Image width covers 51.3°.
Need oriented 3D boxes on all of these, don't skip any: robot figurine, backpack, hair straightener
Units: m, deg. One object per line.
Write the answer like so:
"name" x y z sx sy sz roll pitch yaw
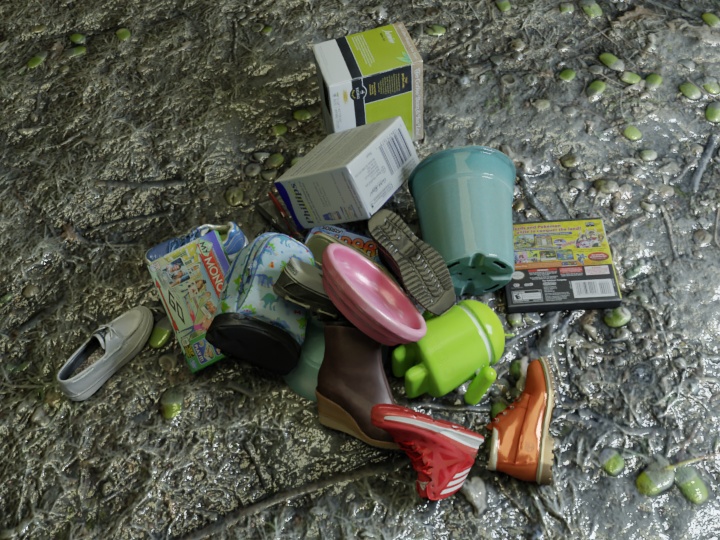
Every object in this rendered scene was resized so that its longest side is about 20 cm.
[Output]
"robot figurine" 0.147 0.124 1.207 0.197 0.117 0.177 -27 55 -14
"backpack" -0.150 0.038 1.224 0.161 0.154 0.203 29 37 -24
"hair straightener" -0.156 -0.068 1.403 0.076 0.041 0.201 -36 49 -2

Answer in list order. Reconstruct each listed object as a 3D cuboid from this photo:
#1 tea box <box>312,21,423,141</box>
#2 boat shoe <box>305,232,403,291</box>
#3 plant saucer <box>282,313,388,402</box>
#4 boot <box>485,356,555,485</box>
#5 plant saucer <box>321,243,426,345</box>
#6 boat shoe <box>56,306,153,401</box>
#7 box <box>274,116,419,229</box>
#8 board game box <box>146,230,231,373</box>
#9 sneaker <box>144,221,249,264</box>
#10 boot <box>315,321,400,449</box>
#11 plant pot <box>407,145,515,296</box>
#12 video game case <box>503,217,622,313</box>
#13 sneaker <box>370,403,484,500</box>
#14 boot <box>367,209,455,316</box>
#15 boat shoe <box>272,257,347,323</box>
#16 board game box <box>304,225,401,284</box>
"tea box" 0.019 -0.354 1.505 0.192 0.202 0.136 -15 54 -7
"boat shoe" 0.000 0.000 1.287 0.199 0.068 0.075 39 108 10
"plant saucer" -0.051 0.118 1.257 0.196 0.039 0.206 -4 65 9
"boot" 0.248 0.221 1.159 0.104 0.076 0.204 4 56 14
"plant saucer" 0.013 0.043 1.141 0.051 0.199 0.201 -48 58 14
"boat shoe" -0.440 0.129 1.290 0.071 0.069 0.200 34 65 26
"box" -0.023 -0.176 1.373 0.197 0.106 0.184 -4 33 44
"board game box" -0.265 0.053 1.280 0.132 0.029 0.204 -26 84 2
"sneaker" -0.309 -0.050 1.399 0.195 0.078 0.077 -13 56 -2
"boot" 0.022 0.176 1.158 0.195 0.171 0.072 10 12 19
"plant pot" 0.184 -0.076 1.309 0.195 0.201 0.201 -3 62 3
"video game case" 0.349 -0.012 1.339 0.194 0.026 0.184 -3 55 4
"sneaker" 0.088 0.270 1.084 0.197 0.078 0.118 21 84 -25
"boot" 0.090 0.003 1.258 0.076 0.139 0.202 -30 69 -7
"boat shoe" -0.056 0.045 1.191 0.064 0.198 0.071 -51 40 11
"board game box" -0.021 -0.005 1.364 0.196 0.035 0.137 16 58 15
